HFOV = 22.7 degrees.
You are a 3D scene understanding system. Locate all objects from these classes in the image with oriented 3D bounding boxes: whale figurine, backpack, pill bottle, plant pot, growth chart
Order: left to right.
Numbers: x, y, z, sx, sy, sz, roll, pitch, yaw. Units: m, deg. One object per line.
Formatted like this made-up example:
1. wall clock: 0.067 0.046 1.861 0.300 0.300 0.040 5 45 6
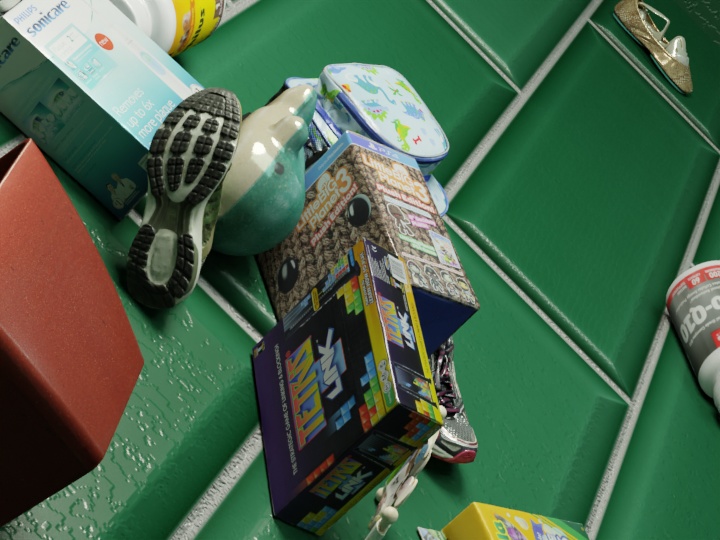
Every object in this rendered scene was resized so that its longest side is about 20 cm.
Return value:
1. plant pot: -0.265 0.066 1.233 0.177 0.199 0.200 51 24 -19
2. pill bottle: -0.218 -0.263 1.815 0.109 0.109 0.200 45 26 0
3. whale figurine: -0.090 -0.093 1.722 0.104 0.159 0.200 45 43 -12
4. backpack: 0.003 -0.115 1.891 0.182 0.147 0.201 -6 59 -54
5. growth chart: 0.026 0.193 1.510 0.018 0.145 0.200 32 29 1
6. pill bottle: 0.475 0.095 2.308 0.113 0.114 0.201 25 33 -35

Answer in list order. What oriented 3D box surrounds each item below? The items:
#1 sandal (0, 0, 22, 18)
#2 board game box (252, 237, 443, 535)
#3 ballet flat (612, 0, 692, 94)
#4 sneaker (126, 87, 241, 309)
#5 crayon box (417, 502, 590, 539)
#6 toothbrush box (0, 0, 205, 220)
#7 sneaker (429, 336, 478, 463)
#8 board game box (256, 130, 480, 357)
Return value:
1. sandal: -0.351 -0.275 1.712 0.083 0.050 0.202 52 26 8
2. board game box: -0.016 0.098 1.548 0.056 0.165 0.201 28 32 -32
3. ballet flat: 0.517 -0.395 3.094 0.200 0.065 0.070 49 26 6
4. sneaker: -0.151 -0.065 1.597 0.076 0.202 0.089 20 3 10
5. crayon box: 0.155 0.287 1.660 0.199 0.052 0.126 17 39 -43
6. toothbrush box: -0.247 -0.167 1.666 0.200 0.085 0.147 42 32 -6
7. sneaker: 0.065 0.101 1.761 0.080 0.075 0.201 14 41 -45
8. board game box: 0.000 0.000 1.714 0.096 0.159 0.201 20 36 -40
